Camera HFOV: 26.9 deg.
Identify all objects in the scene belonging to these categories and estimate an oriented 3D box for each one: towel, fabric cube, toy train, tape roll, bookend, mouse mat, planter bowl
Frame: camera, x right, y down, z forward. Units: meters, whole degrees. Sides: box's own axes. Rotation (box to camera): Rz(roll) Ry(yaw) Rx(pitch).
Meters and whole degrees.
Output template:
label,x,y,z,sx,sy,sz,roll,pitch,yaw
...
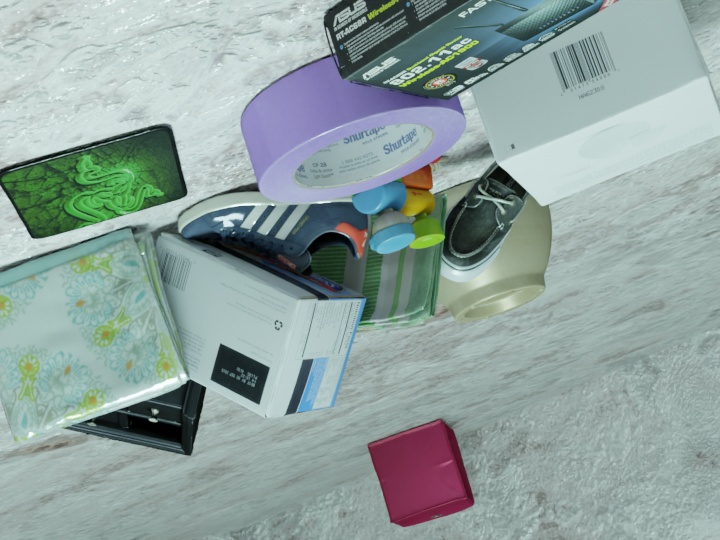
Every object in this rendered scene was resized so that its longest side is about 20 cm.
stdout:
label,x,y,z,sx,sy,sz,roll,pitch,yaw
towel,-0.287,0.065,1.545,0.199,0.172,0.048,-19,172,2
fabric cube,0.148,0.487,3.585,0.195,0.201,0.199,-18,165,5
toy train,0.059,-0.075,1.558,0.084,0.117,0.199,-26,163,31
towel,0.000,0.000,1.641,0.199,0.154,0.023,-11,149,33
tape roll,-0.006,-0.131,1.375,0.199,0.066,0.200,-18,166,-5
bookend,-0.289,0.141,1.834,0.197,0.093,0.200,13,159,-4
mouse mat,-0.244,-0.078,1.400,0.160,0.008,0.200,-17,167,-6
planter bowl,0.150,-0.018,1.846,0.199,0.136,0.200,-16,165,-4

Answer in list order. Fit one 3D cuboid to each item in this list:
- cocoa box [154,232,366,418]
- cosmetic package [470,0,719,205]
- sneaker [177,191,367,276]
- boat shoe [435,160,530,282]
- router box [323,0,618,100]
label,x,y,z,sx,sy,sz,roll,pitch,yaw
cocoa box,-0.119,0.054,1.593,0.199,0.134,0.131,24,-167,30
cosmetic package,0.220,-0.167,1.401,0.198,0.124,0.200,-22,164,13
sneaker,-0.089,-0.035,1.558,0.198,0.085,0.075,-7,168,1
boat shoe,0.141,-0.076,1.641,0.201,0.072,0.071,-56,172,-31
router box,0.092,-0.212,1.199,0.199,0.063,0.149,-28,161,35
